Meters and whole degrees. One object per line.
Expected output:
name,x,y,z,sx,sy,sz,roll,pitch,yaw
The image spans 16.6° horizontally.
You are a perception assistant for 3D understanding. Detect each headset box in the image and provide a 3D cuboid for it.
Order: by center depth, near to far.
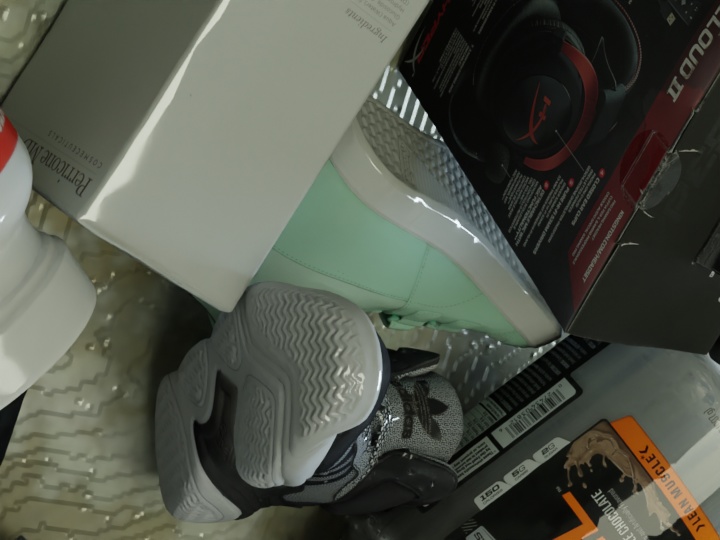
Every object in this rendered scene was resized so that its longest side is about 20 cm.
headset box,0.108,-0.075,0.954,0.075,0.200,0.149,9,123,-32

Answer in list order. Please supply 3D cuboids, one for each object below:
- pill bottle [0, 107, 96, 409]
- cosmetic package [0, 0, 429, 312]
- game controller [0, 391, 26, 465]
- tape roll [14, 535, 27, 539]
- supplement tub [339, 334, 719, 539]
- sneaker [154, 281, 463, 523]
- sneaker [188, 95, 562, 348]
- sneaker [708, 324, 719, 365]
pill bottle,-0.186,-0.043,0.852,0.116,0.116,0.200,-40,111,-12
cosmetic package,-0.047,-0.097,0.934,0.081,0.113,0.200,35,86,-34
game controller,-0.219,0.039,0.932,0.199,0.042,0.105,12,115,-32
tape roll,-0.091,0.199,0.956,0.066,0.200,0.201,-41,122,-12
supplement tub,0.079,0.112,1.061,0.200,0.123,0.123,-37,122,-2
sneaker,-0.005,0.051,0.964,0.113,0.200,0.076,-1,75,-23
sneaker,0.000,0.000,1.031,0.118,0.074,0.200,-31,146,19
sneaker,0.216,-0.013,0.994,0.199,0.074,0.089,-19,116,-34
